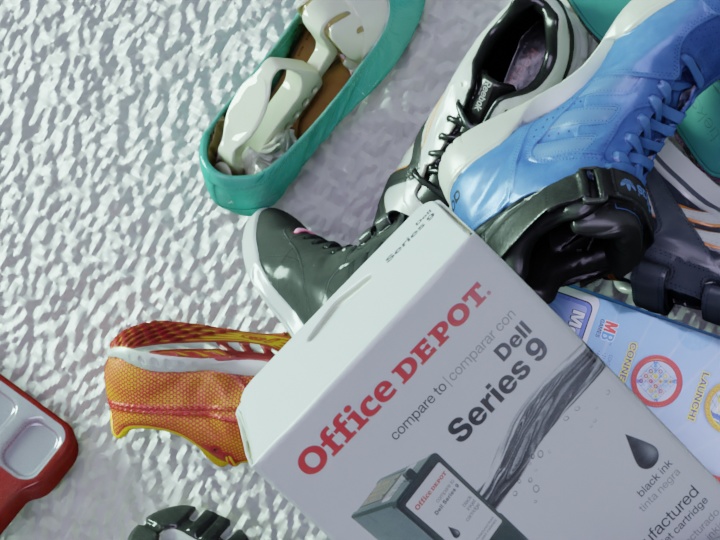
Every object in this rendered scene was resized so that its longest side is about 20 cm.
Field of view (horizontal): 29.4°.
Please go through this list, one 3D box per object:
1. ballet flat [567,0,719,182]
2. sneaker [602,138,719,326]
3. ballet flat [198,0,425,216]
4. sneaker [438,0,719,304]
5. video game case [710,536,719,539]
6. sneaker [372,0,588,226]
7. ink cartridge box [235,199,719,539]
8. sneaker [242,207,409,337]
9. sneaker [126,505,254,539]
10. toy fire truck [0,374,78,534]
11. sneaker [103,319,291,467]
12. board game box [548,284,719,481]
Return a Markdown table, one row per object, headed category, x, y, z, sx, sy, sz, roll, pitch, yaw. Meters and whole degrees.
| category | x | y | z | sx | sy | sz | roll | pitch | yaw |
| --- | --- | --- | --- | --- | --- | --- | --- | --- | --- |
| ballet flat | 0.174 | -0.140 | 0.774 | 0.201 | 0.071 | 0.069 | 56 | 135 | 8 |
| sneaker | 0.179 | -0.005 | 0.746 | 0.079 | 0.078 | 0.200 | -45 | 62 | -2 |
| ballet flat | -0.028 | -0.121 | 0.819 | 0.067 | 0.070 | 0.201 | 36 | 90 | 17 |
| sneaker | 0.137 | -0.060 | 0.688 | 0.199 | 0.077 | 0.112 | -33 | 49 | 15 |
| video game case | 0.174 | 0.210 | 0.651 | 0.197 | 0.022 | 0.185 | -17 | 112 | -15 |
| sneaker | 0.059 | -0.073 | 0.786 | 0.073 | 0.080 | 0.202 | 29 | 90 | 14 |
| ink cartridge box | 0.059 | 0.090 | 0.650 | 0.200 | 0.084 | 0.146 | 43 | 93 | -16 |
| sneaker | 0.000 | 0.000 | 0.754 | 0.100 | 0.070 | 0.201 | -53 | 37 | 17 |
| sneaker | -0.045 | 0.211 | 0.766 | 0.198 | 0.078 | 0.091 | 28 | 131 | 26 |
| toy fire truck | -0.293 | 0.111 | 0.839 | 0.199 | 0.113 | 0.168 | 33 | 66 | 16 |
| sneaker | -0.052 | 0.078 | 0.804 | 0.197 | 0.073 | 0.078 | 7 | 110 | 14 |
| board game box | 0.147 | 0.127 | 0.741 | 0.193 | 0.056 | 0.203 | 20 | 86 | 16 |
